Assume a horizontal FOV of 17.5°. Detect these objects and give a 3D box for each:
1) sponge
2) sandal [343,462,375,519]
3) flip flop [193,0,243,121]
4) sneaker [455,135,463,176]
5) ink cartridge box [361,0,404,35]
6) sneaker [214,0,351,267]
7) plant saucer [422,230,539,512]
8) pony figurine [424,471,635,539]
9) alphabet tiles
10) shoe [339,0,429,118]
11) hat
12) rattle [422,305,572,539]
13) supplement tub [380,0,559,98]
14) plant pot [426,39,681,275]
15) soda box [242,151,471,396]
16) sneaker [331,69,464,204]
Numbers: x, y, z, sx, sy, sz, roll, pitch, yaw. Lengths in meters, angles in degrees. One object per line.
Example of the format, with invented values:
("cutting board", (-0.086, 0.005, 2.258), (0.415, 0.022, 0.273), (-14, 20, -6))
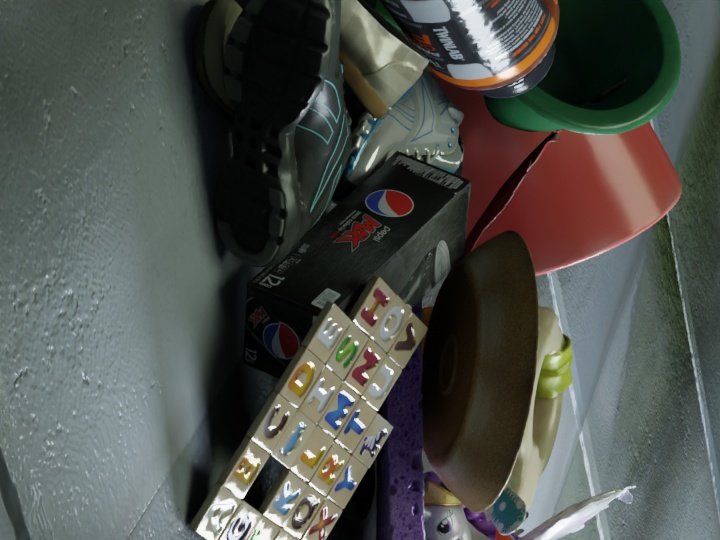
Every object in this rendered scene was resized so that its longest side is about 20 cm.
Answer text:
("sponge", (0.028, 0.120, 1.682), (0.112, 0.030, 0.201), (114, -24, -82))
("sandal", (-0.004, 0.085, 1.659), (0.075, 0.045, 0.200), (-60, 141, -57))
("flip flop", (-0.049, -0.123, 1.552), (0.200, 0.057, 0.081), (45, 45, -61))
("sneaker", (0.039, -0.042, 1.778), (0.200, 0.066, 0.091), (-77, 173, -60))
("ink cartridge box", (-0.003, -0.261, 1.665), (0.147, 0.083, 0.201), (19, 69, -68))
("sneaker", (-0.044, -0.103, 1.489), (0.079, 0.075, 0.200), (-26, 136, -51))
("plant saucer", (0.077, 0.069, 1.648), (0.200, 0.035, 0.201), (-172, -90, -76))
("pony figurine", (0.111, 0.236, 1.810), (0.193, 0.166, 0.201), (-10, 86, -46))
("alphabet tiles", (-0.024, 0.105, 1.520), (0.200, 0.008, 0.167), (-58, 151, -8))
("shoe", (-0.030, -0.189, 1.538), (0.200, 0.053, 0.070), (49, 13, -24))
("hat", (0.126, -0.131, 1.803), (0.200, 0.176, 0.166), (-32, 78, -34))
("rattle", (0.080, 0.121, 1.745), (0.130, 0.142, 0.200), (99, 8, -67))
("supplement tub", (0.072, -0.190, 1.586), (0.200, 0.107, 0.107), (47, 43, -59))
("plant pot", (0.141, -0.114, 1.902), (0.178, 0.200, 0.200), (68, 25, -17))
("soda box", (0.000, 0.000, 1.572), (0.200, 0.063, 0.071), (-42, 146, -46))
("sneaker", (0.032, -0.093, 1.701), (0.087, 0.075, 0.200), (40, 34, -5))
